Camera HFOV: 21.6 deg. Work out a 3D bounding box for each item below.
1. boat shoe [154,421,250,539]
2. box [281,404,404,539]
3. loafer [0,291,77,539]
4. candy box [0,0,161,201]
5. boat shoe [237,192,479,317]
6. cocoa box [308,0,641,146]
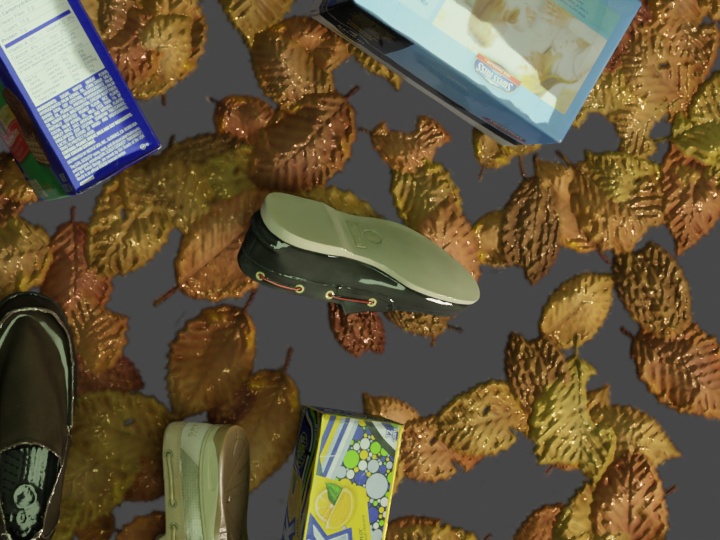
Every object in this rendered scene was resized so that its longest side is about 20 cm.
[{"bbox_3d":[-0.126,0.215,1.450,0.065,0.072,0.201,4,97,20],"label":"boat shoe"},{"bbox_3d":[-0.022,0.211,1.475,0.070,0.064,0.201,9,89,-17],"label":"box"},{"bbox_3d":[-0.243,0.117,1.403,0.073,0.071,0.201,-1,93,-16],"label":"loafer"},{"bbox_3d":[-0.237,-0.153,1.342,0.077,0.169,0.201,-31,100,-16],"label":"candy box"},{"bbox_3d":[0.000,-0.002,1.476,0.201,0.074,0.063,16,124,-26],"label":"boat shoe"},{"bbox_3d":[0.087,-0.202,1.452,0.199,0.131,0.134,32,84,-15],"label":"cocoa box"}]
